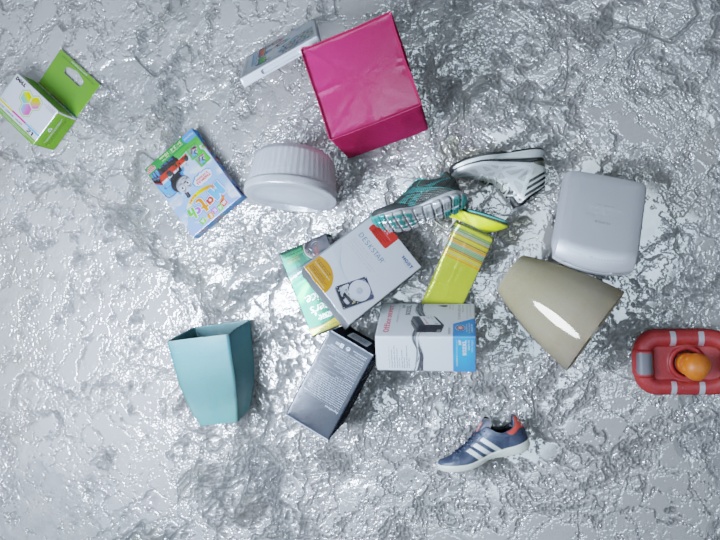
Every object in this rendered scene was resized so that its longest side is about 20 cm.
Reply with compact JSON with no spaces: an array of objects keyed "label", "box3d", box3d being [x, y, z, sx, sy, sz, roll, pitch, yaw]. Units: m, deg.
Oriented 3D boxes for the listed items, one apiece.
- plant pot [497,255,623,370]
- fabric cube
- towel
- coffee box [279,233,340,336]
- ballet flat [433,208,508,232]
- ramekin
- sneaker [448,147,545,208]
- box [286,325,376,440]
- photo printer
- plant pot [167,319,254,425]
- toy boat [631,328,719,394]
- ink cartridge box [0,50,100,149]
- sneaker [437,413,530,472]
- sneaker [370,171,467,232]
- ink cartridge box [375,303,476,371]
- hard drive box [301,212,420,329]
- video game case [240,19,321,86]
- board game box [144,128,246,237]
[{"label":"plant pot","box3d":[0.381,0.063,1.216,0.200,0.187,0.188,37,96,21]},{"label":"fabric cube","box3d":[0.015,-0.371,1.259,0.195,0.199,0.201,-18,87,11]},{"label":"towel","box3d":[0.202,0.002,1.289,0.086,0.018,0.201,27,113,14]},{"label":"coffee box","box3d":[-0.087,0.032,1.353,0.122,0.044,0.201,-22,86,9]},{"label":"ballet flat","box3d":[0.211,-0.110,1.294,0.199,0.067,0.067,25,101,16]},{"label":"ramekin","box3d":[-0.143,-0.196,1.294,0.201,0.202,0.095,3,78,10]},{"label":"sneaker","box3d":[0.289,-0.184,1.272,0.199,0.076,0.116,-7,87,7]},{"label":"box","box3d":[-0.050,0.230,1.294,0.107,0.148,0.201,28,94,9]},{"label":"photo printer","box3d":[0.471,-0.089,1.213,0.165,0.070,0.201,13,71,10]},{"label":"plant pot","box3d":[-0.316,0.229,1.349,0.140,0.141,0.202,-7,96,10]},{"label":"toy boat","box3d":[0.639,0.181,1.181,0.198,0.131,0.132,-2,90,10]},{"label":"ink cartridge box","box3d":[-0.746,-0.416,1.454,0.148,0.076,0.200,41,98,8]},{"label":"sneaker","box3d":[0.249,0.357,1.281,0.199,0.075,0.085,-19,88,-1]},{"label":"sneaker","box3d":[0.115,-0.143,1.259,0.199,0.078,0.092,-15,60,4]},{"label":"ink cartridge box","box3d":[0.136,0.134,1.253,0.198,0.145,0.084,-1,115,10]},{"label":"hard drive box","box3d":[0.000,0.000,1.289,0.200,0.077,0.156,-38,84,-15]},{"label":"video game case","box3d":[-0.170,-0.468,1.305,0.181,0.200,0.024,-26,120,9]},{"label":"board game box","box3d":[-0.381,-0.200,1.410,0.151,0.037,0.200,-38,85,7]}]
